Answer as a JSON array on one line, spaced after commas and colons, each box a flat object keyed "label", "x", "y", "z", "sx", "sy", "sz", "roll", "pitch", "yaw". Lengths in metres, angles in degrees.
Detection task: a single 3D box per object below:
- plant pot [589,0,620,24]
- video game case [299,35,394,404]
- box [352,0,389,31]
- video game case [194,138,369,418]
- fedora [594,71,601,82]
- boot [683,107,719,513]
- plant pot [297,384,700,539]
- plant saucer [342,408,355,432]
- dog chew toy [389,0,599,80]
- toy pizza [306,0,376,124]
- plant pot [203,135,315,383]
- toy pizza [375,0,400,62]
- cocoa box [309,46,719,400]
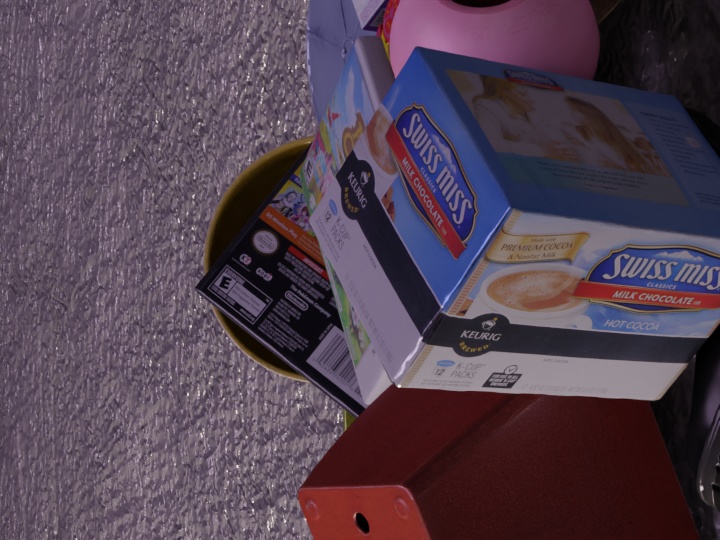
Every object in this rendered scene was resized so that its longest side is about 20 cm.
[{"label": "plant pot", "x": 0.061, "y": -0.259, "z": 1.179, "sx": 0.187, "sy": 0.200, "sz": 0.188, "roll": -29, "pitch": 49, "yaw": 39}, {"label": "video game case", "x": 0.008, "y": -0.033, "z": 1.331, "sx": 0.182, "sy": 0.022, "sz": 0.201, "roll": 118, "pitch": 141, "yaw": -57}, {"label": "box", "x": 0.046, "y": -0.296, "z": 1.431, "sx": 0.200, "sy": 0.039, "sz": 0.137, "roll": -47, "pitch": 51, "yaw": 43}, {"label": "video game case", "x": 0.000, "y": 0.000, "z": 1.429, "sx": 0.200, "sy": 0.181, "sz": 0.026, "roll": 36, "pitch": 175, "yaw": 27}, {"label": "fedora", "x": 0.113, "y": -0.083, "z": 1.310, "sx": 0.177, "sy": 0.090, "sz": 0.201, "roll": -176, "pitch": 88, "yaw": -64}, {"label": "boot", "x": 0.210, "y": 0.022, "z": 1.120, "sx": 0.158, "sy": 0.079, "sz": 0.212, "roll": 34, "pitch": 115, "yaw": 52}, {"label": "plant pot", "x": 0.080, "y": 0.167, "z": 1.233, "sx": 0.200, "sy": 0.176, "sz": 0.201, "roll": -11, "pitch": 103, "yaw": 56}, {"label": "plant saucer", "x": 0.047, "y": 0.182, "z": 1.567, "sx": 0.200, "sy": 0.048, "sz": 0.201, "roll": -162, "pitch": 68, "yaw": -64}, {"label": "dog chew toy", "x": 0.085, "y": -0.098, "z": 1.142, "sx": 0.200, "sy": 0.124, "sz": 0.125, "roll": 79, "pitch": 167, "yaw": -45}, {"label": "toy pizza", "x": 0.004, "y": -0.184, "z": 1.590, "sx": 0.200, "sy": 0.032, "sz": 0.201, "roll": 175, "pitch": 90, "yaw": -67}, {"label": "plant pot", "x": -0.016, "y": 0.004, "z": 1.537, "sx": 0.142, "sy": 0.199, "sz": 0.201, "roll": 57, "pitch": -159, "yaw": -75}, {"label": "toy pizza", "x": 0.029, "y": -0.123, "z": 1.351, "sx": 0.200, "sy": 0.032, "sz": 0.201, "roll": -177, "pitch": 90, "yaw": -76}, {"label": "cocoa box", "x": 0.101, "y": -0.022, "z": 1.036, "sx": 0.131, "sy": 0.199, "sz": 0.134, "roll": -57, "pitch": 43, "yaw": 33}]
